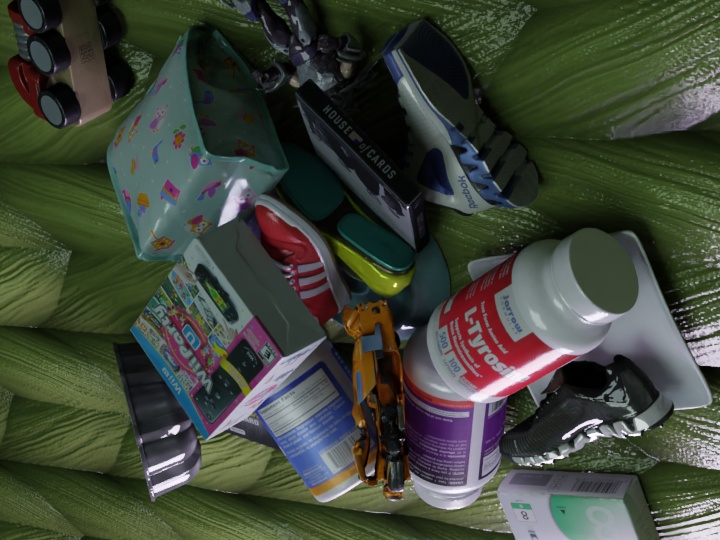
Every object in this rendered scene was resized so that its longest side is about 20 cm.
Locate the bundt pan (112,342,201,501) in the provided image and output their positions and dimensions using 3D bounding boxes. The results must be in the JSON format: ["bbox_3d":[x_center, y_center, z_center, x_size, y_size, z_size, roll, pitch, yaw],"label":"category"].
[{"bbox_3d":[-0.245,0.178,1.799,0.202,0.075,0.203,167,90,-80],"label":"bundt pan"}]

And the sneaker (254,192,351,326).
[{"bbox_3d":[-0.082,0.014,1.468,0.071,0.113,0.200,32,162,35],"label":"sneaker"}]

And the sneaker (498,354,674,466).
[{"bbox_3d":[0.206,0.131,1.441,0.200,0.066,0.091,-24,104,41],"label":"sneaker"}]

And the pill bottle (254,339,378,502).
[{"bbox_3d":[-0.057,0.140,1.590,0.200,0.112,0.112,55,137,-1],"label":"pill bottle"}]

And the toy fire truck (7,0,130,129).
[{"bbox_3d":[-0.369,-0.259,1.588,0.200,0.129,0.177,26,136,35],"label":"toy fire truck"}]

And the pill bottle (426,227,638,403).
[{"bbox_3d":[0.161,0.040,1.366,0.112,0.112,0.200,48,137,-5],"label":"pill bottle"}]

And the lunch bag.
[{"bbox_3d":[-0.174,-0.130,1.495,0.170,0.122,0.201,-50,46,35],"label":"lunch bag"}]

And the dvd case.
[{"bbox_3d":[0.005,-0.094,1.394,0.150,0.025,0.200,46,176,11],"label":"dvd case"}]

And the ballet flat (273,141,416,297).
[{"bbox_3d":[-0.028,-0.045,1.484,0.200,0.067,0.067,42,145,14],"label":"ballet flat"}]

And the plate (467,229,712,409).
[{"bbox_3d":[0.227,0.054,1.432,0.199,0.032,0.200,-12,114,41],"label":"plate"}]

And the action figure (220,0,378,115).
[{"bbox_3d":[-0.063,-0.223,1.412,0.130,0.069,0.200,-21,112,35],"label":"action figure"}]

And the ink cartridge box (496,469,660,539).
[{"bbox_3d":[0.254,0.310,1.601,0.160,0.050,0.201,-4,117,39],"label":"ink cartridge box"}]

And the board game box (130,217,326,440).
[{"bbox_3d":[-0.137,0.062,1.467,0.148,0.064,0.200,54,142,10],"label":"board game box"}]

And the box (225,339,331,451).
[{"bbox_3d":[-0.120,0.134,1.744,0.199,0.048,0.159,15,131,27],"label":"box"}]

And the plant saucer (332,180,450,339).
[{"bbox_3d":[0.000,0.000,1.559,0.199,0.036,0.201,20,132,24],"label":"plant saucer"}]

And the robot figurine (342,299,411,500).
[{"bbox_3d":[0.016,0.134,1.490,0.058,0.145,0.201,-5,84,-2],"label":"robot figurine"}]

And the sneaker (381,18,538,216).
[{"bbox_3d":[0.067,-0.124,1.379,0.115,0.081,0.200,-24,108,43],"label":"sneaker"}]

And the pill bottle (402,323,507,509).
[{"bbox_3d":[0.098,0.156,1.550,0.112,0.112,0.201,21,133,23],"label":"pill bottle"}]

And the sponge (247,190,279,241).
[{"bbox_3d":[-0.170,-0.101,1.606,0.199,0.030,0.112,15,123,29],"label":"sponge"}]
